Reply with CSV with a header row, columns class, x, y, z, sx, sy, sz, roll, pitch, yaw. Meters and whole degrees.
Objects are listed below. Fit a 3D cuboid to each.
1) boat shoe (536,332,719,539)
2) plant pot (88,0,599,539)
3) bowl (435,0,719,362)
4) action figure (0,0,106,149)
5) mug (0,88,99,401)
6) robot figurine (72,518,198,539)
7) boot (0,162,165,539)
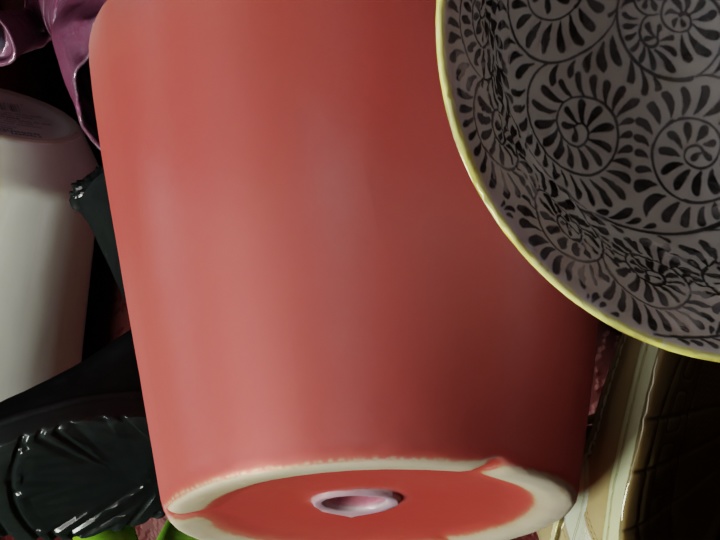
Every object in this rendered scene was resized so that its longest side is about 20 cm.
class,x,y,z,sx,sy,sz,roll,pitch,yaw
boat shoe,0.093,0.088,0.771,0.066,0.074,0.201,27,118,41
plant pot,0.000,0.000,0.738,0.200,0.200,0.178,-27,58,51
bowl,0.115,-0.074,0.655,0.094,0.200,0.201,-162,66,-83
action figure,-0.118,-0.132,1.014,0.149,0.134,0.200,50,172,-30
mug,-0.211,-0.009,1.076,0.149,0.186,0.154,24,109,18
robot figurine,-0.043,0.155,0.893,0.116,0.175,0.200,24,83,43
boot,-0.087,0.016,0.876,0.073,0.198,0.163,85,166,-49
